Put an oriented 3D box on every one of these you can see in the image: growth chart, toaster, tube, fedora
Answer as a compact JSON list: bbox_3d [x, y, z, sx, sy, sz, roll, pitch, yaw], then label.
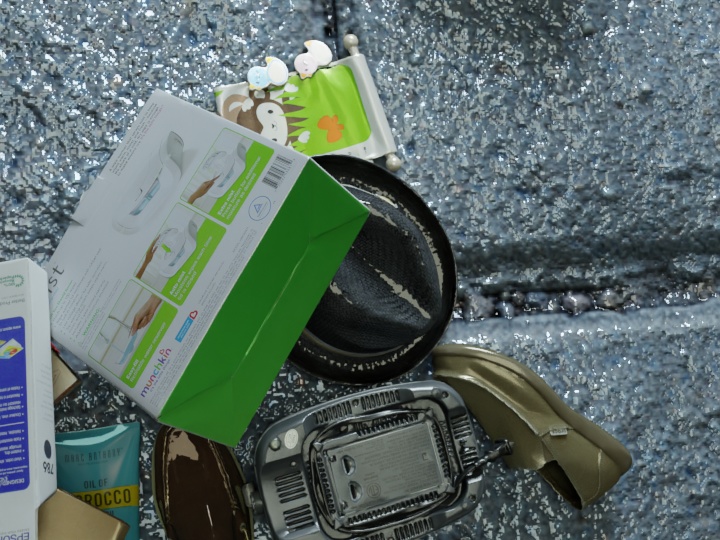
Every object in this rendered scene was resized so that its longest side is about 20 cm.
[{"bbox_3d":[-0.064,-0.110,0.861,0.199,0.018,0.146,-28,89,-15],"label":"growth chart"},{"bbox_3d":[0.007,0.149,0.786,0.198,0.129,0.115,-15,87,-13],"label":"toaster"},{"bbox_3d":[-0.200,0.222,0.780,0.077,0.050,0.202,-4,77,-21],"label":"tube"},{"bbox_3d":[0.000,0.000,0.810,0.198,0.092,0.203,0,89,-16],"label":"fedora"}]

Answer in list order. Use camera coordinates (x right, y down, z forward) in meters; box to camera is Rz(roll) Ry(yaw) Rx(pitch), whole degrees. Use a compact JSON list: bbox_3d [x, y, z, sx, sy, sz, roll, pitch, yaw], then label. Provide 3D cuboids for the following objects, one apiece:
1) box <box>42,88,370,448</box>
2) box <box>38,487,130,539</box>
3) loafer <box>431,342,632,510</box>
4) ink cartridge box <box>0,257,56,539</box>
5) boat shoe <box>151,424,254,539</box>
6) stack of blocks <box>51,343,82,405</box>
[{"bbox_3d":[-0.124,-0.007,0.739,0.176,0.097,0.201,26,84,36],"label":"box"},{"bbox_3d":[-0.273,0.229,0.684,0.162,0.021,0.201,24,74,7],"label":"box"},{"bbox_3d":[0.138,0.131,0.844,0.199,0.076,0.068,33,71,-6],"label":"loafer"},{"bbox_3d":[-0.262,0.097,0.690,0.098,0.039,0.202,-8,71,4],"label":"ink cartridge box"},{"bbox_3d":[-0.112,0.210,0.781,0.074,0.075,0.205,-15,86,-13],"label":"boat shoe"},{"bbox_3d":[-0.323,0.107,0.757,0.200,0.059,0.115,-42,93,-14],"label":"stack of blocks"}]
